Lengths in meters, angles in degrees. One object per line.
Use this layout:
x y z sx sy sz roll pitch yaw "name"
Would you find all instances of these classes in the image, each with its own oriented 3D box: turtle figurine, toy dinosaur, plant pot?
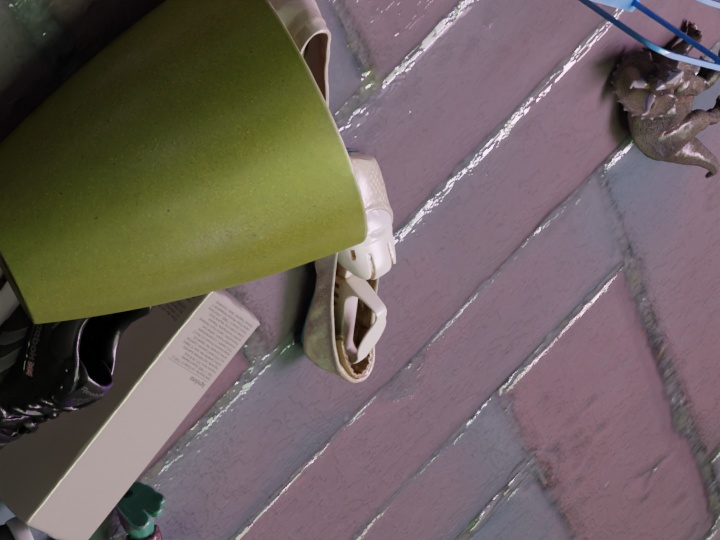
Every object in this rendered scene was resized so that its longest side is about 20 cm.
-0.157 0.253 1.725 0.150 0.100 0.201 -52 138 -28 "turtle figurine"
0.254 -0.136 1.907 0.102 0.077 0.200 -32 152 -8 "toy dinosaur"
-0.126 -0.055 1.375 0.199 0.188 0.188 -27 146 -10 "plant pot"

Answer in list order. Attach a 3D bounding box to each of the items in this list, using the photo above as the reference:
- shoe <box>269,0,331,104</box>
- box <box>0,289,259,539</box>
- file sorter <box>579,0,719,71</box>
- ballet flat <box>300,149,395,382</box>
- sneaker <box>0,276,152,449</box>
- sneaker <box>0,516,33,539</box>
-0.058 -0.094 1.522 0.070 0.053 0.201 -25 141 -38 "shoe"
-0.164 0.083 1.558 0.200 0.068 0.082 -50 150 -1 "box"
0.250 -0.260 1.694 0.138 0.123 0.201 4 120 -55 "file sorter"
0.000 0.000 1.698 0.067 0.062 0.201 -30 144 -33 "ballet flat"
-0.206 0.066 1.461 0.201 0.087 0.076 -57 150 11 "sneaker"
-0.274 0.240 1.594 0.099 0.071 0.200 -16 149 -20 "sneaker"
